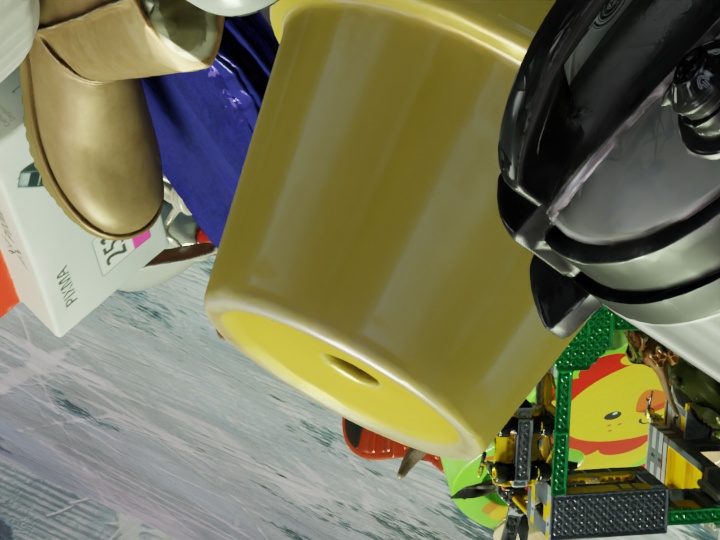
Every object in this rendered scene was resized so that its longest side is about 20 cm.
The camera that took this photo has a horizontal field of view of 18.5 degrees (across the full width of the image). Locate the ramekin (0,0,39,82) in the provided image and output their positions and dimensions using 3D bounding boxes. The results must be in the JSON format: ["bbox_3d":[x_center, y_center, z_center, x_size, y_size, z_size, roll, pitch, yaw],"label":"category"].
[{"bbox_3d":[-0.241,-0.158,1.084,0.202,0.094,0.203,43,156,24],"label":"ramekin"}]

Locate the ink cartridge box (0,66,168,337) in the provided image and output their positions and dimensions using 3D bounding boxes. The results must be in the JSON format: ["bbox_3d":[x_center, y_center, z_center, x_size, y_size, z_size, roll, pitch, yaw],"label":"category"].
[{"bbox_3d":[-0.198,-0.025,1.249,0.043,0.173,0.201,38,159,24],"label":"ink cartridge box"}]

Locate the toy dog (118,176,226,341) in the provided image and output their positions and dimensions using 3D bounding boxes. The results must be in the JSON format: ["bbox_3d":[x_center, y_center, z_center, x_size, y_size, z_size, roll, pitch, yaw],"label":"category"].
[{"bbox_3d":[-0.141,-0.002,1.539,0.131,0.097,0.200,33,165,-20],"label":"toy dog"}]

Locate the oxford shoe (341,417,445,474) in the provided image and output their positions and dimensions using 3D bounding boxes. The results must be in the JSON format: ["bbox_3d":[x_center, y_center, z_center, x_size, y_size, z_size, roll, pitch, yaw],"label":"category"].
[{"bbox_3d":[0.077,0.115,1.638,0.072,0.072,0.199,2,-176,-43],"label":"oxford shoe"}]

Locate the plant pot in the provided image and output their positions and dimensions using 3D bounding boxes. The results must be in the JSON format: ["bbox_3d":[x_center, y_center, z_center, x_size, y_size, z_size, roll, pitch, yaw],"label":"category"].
[{"bbox_3d":[0.034,-0.035,0.903,0.200,0.190,0.201,27,167,7],"label":"plant pot"}]

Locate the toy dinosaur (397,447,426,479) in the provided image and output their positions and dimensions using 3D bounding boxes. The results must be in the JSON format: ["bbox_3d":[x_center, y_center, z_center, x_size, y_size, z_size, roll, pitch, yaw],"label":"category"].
[{"bbox_3d":[0.045,0.010,1.129,0.085,0.202,0.136,-2,166,-1],"label":"toy dinosaur"}]

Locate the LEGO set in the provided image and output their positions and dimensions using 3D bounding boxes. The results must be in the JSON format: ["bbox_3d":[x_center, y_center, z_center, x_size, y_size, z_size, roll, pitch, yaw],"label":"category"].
[{"bbox_3d":[0.140,0.054,1.043,0.198,0.155,0.116,-9,-165,-13],"label":"LEGO set"}]

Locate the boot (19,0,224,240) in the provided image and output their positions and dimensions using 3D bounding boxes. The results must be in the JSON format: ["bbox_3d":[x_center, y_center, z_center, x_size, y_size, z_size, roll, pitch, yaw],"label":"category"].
[{"bbox_3d":[-0.116,-0.100,1.083,0.200,0.066,0.176,-2,111,65],"label":"boot"}]

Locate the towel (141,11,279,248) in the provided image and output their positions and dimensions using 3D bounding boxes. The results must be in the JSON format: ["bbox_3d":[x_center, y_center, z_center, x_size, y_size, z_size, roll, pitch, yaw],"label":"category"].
[{"bbox_3d":[-0.069,-0.081,1.189,0.148,0.049,0.200,56,162,-6],"label":"towel"}]

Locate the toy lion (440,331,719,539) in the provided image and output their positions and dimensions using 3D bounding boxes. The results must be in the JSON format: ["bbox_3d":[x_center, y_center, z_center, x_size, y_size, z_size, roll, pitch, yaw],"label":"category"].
[{"bbox_3d":[0.130,0.073,1.167,0.199,0.069,0.192,-24,151,14],"label":"toy lion"}]

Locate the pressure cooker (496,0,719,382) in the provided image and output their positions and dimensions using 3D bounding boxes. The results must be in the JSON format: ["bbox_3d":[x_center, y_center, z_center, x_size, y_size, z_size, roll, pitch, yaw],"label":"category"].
[{"bbox_3d":[0.148,-0.045,0.677,0.199,0.177,0.178,31,162,-25],"label":"pressure cooker"}]

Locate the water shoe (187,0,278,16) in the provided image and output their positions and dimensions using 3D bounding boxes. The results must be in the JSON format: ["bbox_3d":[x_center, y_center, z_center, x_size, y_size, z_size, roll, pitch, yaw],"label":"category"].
[{"bbox_3d":[-0.095,-0.179,0.882,0.199,0.071,0.079,35,155,29],"label":"water shoe"}]
